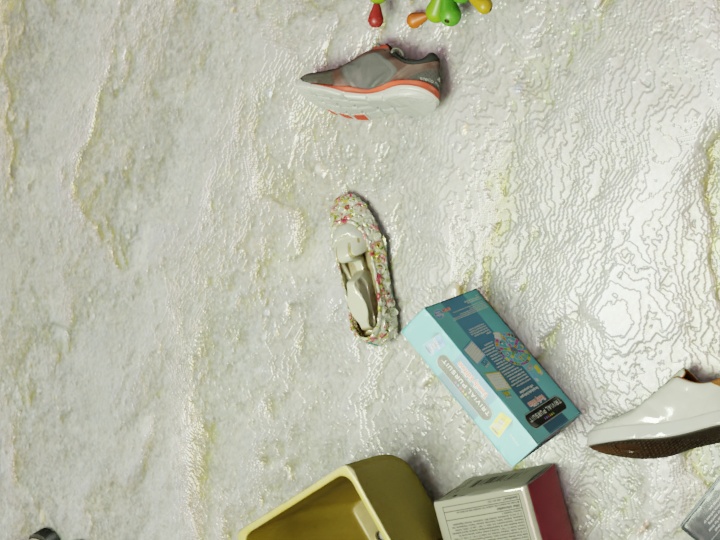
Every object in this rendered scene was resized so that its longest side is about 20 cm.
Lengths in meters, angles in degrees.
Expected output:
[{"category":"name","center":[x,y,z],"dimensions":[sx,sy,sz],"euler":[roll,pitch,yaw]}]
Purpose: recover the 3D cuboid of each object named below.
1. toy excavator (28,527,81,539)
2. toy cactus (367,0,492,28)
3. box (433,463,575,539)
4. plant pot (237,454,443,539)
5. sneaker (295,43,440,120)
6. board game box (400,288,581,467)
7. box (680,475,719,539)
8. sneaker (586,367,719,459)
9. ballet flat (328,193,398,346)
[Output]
[{"category":"toy excavator","center":[-0.503,0.498,1.971],"dimensions":[0.193,0.100,0.202],"euler":[13,111,28]},{"category":"toy cactus","center":[0.090,-0.371,1.535],"dimensions":[0.199,0.102,0.167],"euler":[-7,84,37]},{"category":"box","center":[0.187,0.349,1.563],"dimensions":[0.127,0.109,0.202],"euler":[-15,90,28]},{"category":"plant pot","center":[0.008,0.340,1.606],"dimensions":[0.194,0.200,0.196],"euler":[-35,81,27]},{"category":"sneaker","center":[0.015,-0.238,1.610],"dimensions":[0.198,0.077,0.083],"euler":[6,73,27]},{"category":"board game box","center":[0.154,0.121,1.525],"dimensions":[0.047,0.151,0.200],"euler":[-46,75,26]},{"category":"box","center":[0.464,0.281,1.382],"dimensions":[0.200,0.148,0.107],"euler":[40,114,17]},{"category":"sneaker","center":[0.351,0.162,1.486],"dimensions":[0.199,0.073,0.085],"euler":[-18,55,36]},{"category":"ballet flat","center":[0.000,0.000,1.641],"dimensions":[0.075,0.064,0.202],"euler":[-19,87,30]}]
